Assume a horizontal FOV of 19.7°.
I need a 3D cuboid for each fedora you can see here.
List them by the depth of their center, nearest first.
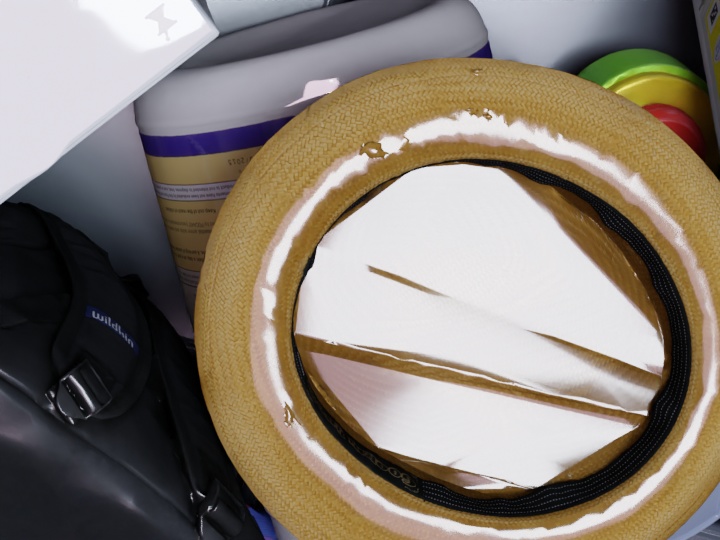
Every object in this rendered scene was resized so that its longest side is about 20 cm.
[{"bbox_3d":[0.040,0.019,0.730,0.200,0.082,0.202,-1,98,-6],"label":"fedora"}]

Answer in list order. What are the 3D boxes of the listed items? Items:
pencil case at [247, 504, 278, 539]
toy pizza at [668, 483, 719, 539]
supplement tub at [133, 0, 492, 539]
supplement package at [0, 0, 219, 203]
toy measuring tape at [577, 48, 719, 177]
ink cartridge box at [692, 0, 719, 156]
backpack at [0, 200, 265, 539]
[{"bbox_3d":[-0.128,0.117,0.880,0.199,0.078,0.087,20,78,-8],"label":"pencil case"},{"bbox_3d":[0.148,0.037,0.857,0.032,0.200,0.200,42,97,32],"label":"toy pizza"},{"bbox_3d":[0.000,0.000,0.835,0.145,0.145,0.201,-15,103,-3],"label":"supplement tub"},{"bbox_3d":[-0.158,-0.110,0.767,0.152,0.200,0.151,-37,103,2],"label":"supplement package"},{"bbox_3d":[0.152,-0.047,0.884,0.199,0.074,0.074,18,100,-18],"label":"toy measuring tape"},{"bbox_3d":[0.231,-0.071,0.819,0.197,0.201,0.047,12,133,-9],"label":"ink cartridge box"},{"bbox_3d":[-0.119,0.054,0.754,0.154,0.200,0.163,-40,117,20],"label":"backpack"}]
